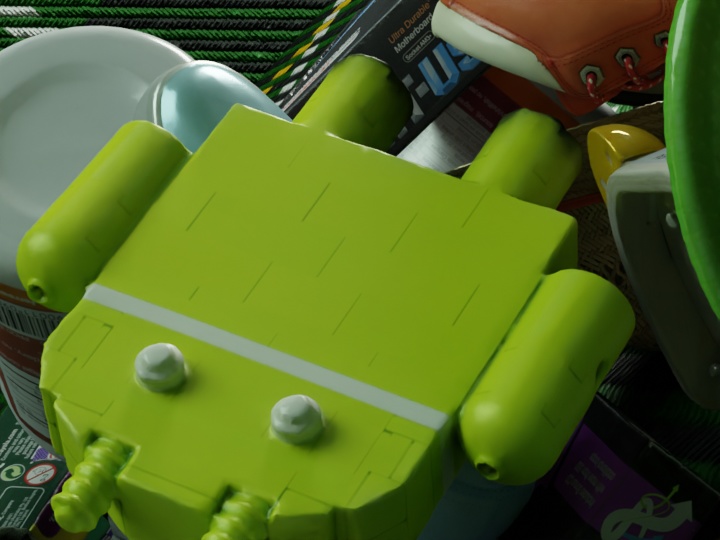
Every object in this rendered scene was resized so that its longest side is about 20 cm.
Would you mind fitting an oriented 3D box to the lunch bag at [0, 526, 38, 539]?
[{"bbox_3d":[-0.157,0.205,1.008,0.164,0.117,0.201,-37,59,57],"label":"lunch bag"}]

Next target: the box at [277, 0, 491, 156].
[{"bbox_3d":[0.052,-0.122,1.072,0.200,0.050,0.199,-44,5,28],"label":"box"}]

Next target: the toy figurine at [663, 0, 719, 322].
[{"bbox_3d":[0.196,-0.053,0.592,0.200,0.150,0.184,-40,18,-32],"label":"toy figurine"}]

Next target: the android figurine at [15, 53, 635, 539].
[{"bbox_3d":[-0.016,0.015,0.813,0.200,0.182,0.041,-52,-27,-36],"label":"android figurine"}]

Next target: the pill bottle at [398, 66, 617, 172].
[{"bbox_3d":[0.034,-0.003,1.208,0.200,0.110,0.110,-51,9,3],"label":"pill bottle"}]

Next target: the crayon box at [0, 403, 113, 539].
[{"bbox_3d":[-0.107,0.130,1.193,0.058,0.173,0.200,0,36,25],"label":"crayon box"}]

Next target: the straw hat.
[{"bbox_3d":[0.082,-0.004,1.007,0.201,0.085,0.201,-19,-3,-1],"label":"straw hat"}]

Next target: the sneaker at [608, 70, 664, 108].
[{"bbox_3d":[0.126,-0.086,1.110,0.200,0.075,0.106,-22,-18,-47],"label":"sneaker"}]

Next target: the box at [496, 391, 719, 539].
[{"bbox_3d":[0.032,0.130,0.911,0.200,0.036,0.143,-53,9,1],"label":"box"}]

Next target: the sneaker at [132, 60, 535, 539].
[{"bbox_3d":[0.000,0.000,0.895,0.074,0.200,0.082,-23,-18,-40],"label":"sneaker"}]

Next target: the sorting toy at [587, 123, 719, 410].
[{"bbox_3d":[0.173,-0.040,0.783,0.180,0.107,0.200,-33,7,-7],"label":"sorting toy"}]

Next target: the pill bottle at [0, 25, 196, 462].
[{"bbox_3d":[-0.091,0.007,1.036,0.112,0.112,0.200,-55,-22,-24],"label":"pill bottle"}]

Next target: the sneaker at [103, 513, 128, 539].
[{"bbox_3d":[-0.062,0.112,0.984,0.075,0.115,0.200,-51,-18,4],"label":"sneaker"}]

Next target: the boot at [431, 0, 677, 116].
[{"bbox_3d":[0.110,-0.094,0.893,0.075,0.200,0.108,-8,-65,-54],"label":"boot"}]
